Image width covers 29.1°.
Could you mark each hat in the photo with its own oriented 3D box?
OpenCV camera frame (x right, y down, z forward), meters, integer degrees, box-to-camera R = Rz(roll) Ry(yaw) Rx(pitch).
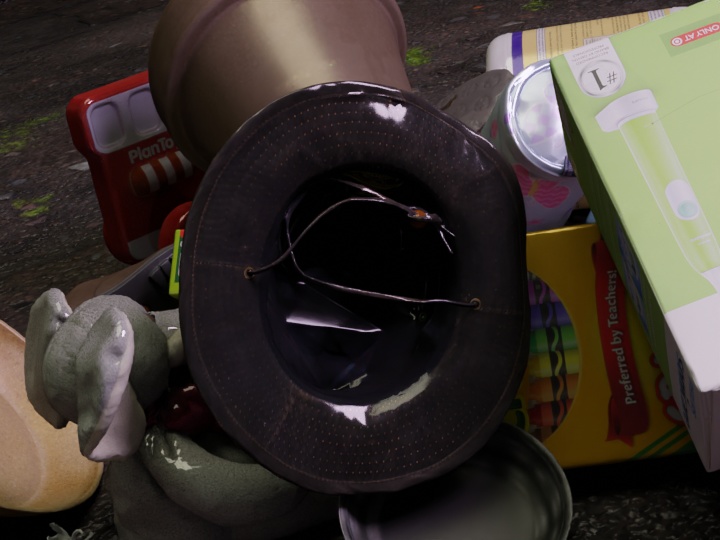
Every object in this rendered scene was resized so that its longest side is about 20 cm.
[{"bbox_3d":[-0.009,0.009,0.705,0.200,0.202,0.081,-19,5,-18],"label":"hat"}]

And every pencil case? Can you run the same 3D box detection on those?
[{"bbox_3d":[0.113,-0.061,0.925,0.090,0.084,0.200,-2,-21,-13],"label":"pencil case"}]

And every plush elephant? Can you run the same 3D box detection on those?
[{"bbox_3d":[-0.106,0.070,0.745,0.199,0.156,0.164,-23,24,-27],"label":"plush elephant"}]

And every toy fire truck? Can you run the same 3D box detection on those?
[{"bbox_3d":[-0.132,-0.092,1.136,0.199,0.169,0.112,-27,27,-33],"label":"toy fire truck"}]

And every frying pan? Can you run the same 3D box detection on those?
[{"bbox_3d":[0.043,0.145,0.657,0.114,0.031,0.191,1,45,7],"label":"frying pan"}]

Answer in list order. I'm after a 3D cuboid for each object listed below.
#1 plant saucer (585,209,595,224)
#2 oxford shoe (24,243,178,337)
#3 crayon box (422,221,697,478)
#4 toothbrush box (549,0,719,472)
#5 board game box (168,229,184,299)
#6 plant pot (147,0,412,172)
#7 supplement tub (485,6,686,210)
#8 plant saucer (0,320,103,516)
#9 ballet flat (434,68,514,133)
[{"bbox_3d":[0.200,0.014,0.846,0.019,0.070,0.200,-26,25,-15],"label":"plant saucer"},{"bbox_3d":[-0.160,0.018,1.014,0.199,0.073,0.084,-26,24,-31],"label":"oxford shoe"},{"bbox_3d":[0.124,0.040,0.741,0.199,0.128,0.051,-9,-5,9],"label":"crayon box"},{"bbox_3d":[0.191,-0.030,0.654,0.145,0.086,0.201,-20,54,3],"label":"toothbrush box"},{"bbox_3d":[-0.016,0.005,0.937,0.199,0.048,0.102,-2,-16,23],"label":"board game box"},{"bbox_3d":[-0.034,-0.113,0.995,0.199,0.201,0.175,-18,47,-16],"label":"plant pot"},{"bbox_3d":[0.204,-0.124,1.077,0.199,0.146,0.146,-7,22,12],"label":"supplement tub"},{"bbox_3d":[-0.244,0.079,0.819,0.035,0.200,0.200,-49,17,14],"label":"plant saucer"},{"bbox_3d":[0.051,-0.067,1.034,0.200,0.046,0.067,-47,30,15],"label":"ballet flat"}]
